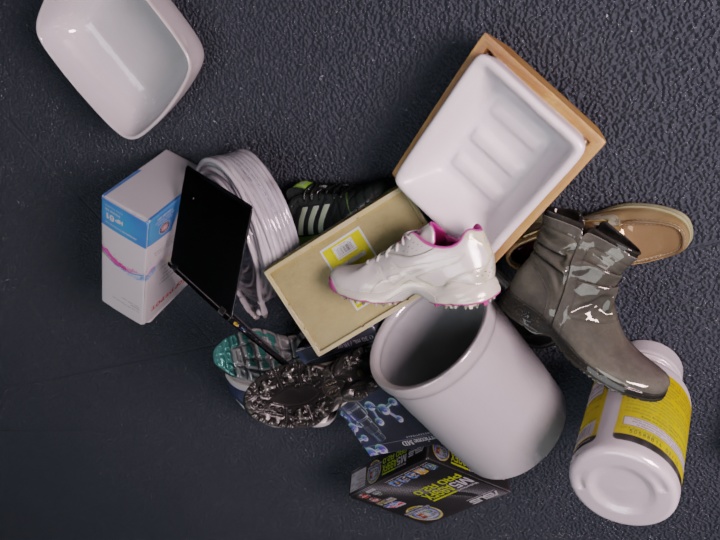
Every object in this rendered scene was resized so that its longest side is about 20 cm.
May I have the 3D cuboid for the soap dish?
[{"bbox_3d":[0.141,-0.123,0.773,0.157,0.081,0.201,44,134,8],"label":"soap dish"}]

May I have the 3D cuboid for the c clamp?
[{"bbox_3d":[0.184,0.035,0.871,0.199,0.027,0.171,41,165,2],"label":"c clamp"}]

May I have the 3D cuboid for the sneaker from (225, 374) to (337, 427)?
[{"bbox_3d":[-0.122,0.206,1.177,0.198,0.081,0.147,22,155,13],"label":"sneaker"}]

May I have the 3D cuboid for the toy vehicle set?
[{"bbox_3d":[0.000,0.000,0.876,0.199,0.027,0.125,-31,101,8],"label":"toy vehicle set"}]

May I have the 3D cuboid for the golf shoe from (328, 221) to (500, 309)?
[{"bbox_3d":[0.055,-0.009,0.805,0.197,0.075,0.093,0,106,23],"label":"golf shoe"}]

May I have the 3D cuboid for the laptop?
[{"bbox_3d":[-0.155,-0.004,0.926,0.187,0.116,0.200,32,169,48],"label":"laptop"}]

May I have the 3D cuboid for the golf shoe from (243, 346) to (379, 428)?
[{"bbox_3d":[-0.067,0.150,0.887,0.094,0.198,0.079,-27,74,45],"label":"golf shoe"}]

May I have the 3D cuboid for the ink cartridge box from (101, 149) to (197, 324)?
[{"bbox_3d":[-0.295,-0.046,1.053,0.084,0.145,0.202,26,132,11],"label":"ink cartridge box"}]

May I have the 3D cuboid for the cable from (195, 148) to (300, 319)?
[{"bbox_3d":[-0.148,-0.058,0.964,0.201,0.069,0.201,53,150,22],"label":"cable"}]

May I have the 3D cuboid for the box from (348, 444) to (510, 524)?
[{"bbox_3d":[0.101,0.319,1.109,0.159,0.045,0.200,28,137,-24],"label":"box"}]

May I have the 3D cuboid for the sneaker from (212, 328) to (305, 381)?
[{"bbox_3d":[-0.127,0.126,1.066,0.091,0.198,0.079,-24,69,52],"label":"sneaker"}]

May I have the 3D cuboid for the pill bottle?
[{"bbox_3d":[0.306,0.169,0.815,0.110,0.200,0.112,16,130,20],"label":"pill bottle"}]

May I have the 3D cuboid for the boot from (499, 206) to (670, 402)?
[{"bbox_3d":[0.245,0.030,0.739,0.199,0.067,0.132,36,116,20],"label":"boot"}]

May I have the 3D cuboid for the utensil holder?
[{"bbox_3d":[0.136,0.131,0.890,0.169,0.171,0.200,-19,126,38],"label":"utensil holder"}]

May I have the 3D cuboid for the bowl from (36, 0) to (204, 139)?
[{"bbox_3d":[-0.294,-0.289,0.926,0.199,0.075,0.200,-31,103,40],"label":"bowl"}]

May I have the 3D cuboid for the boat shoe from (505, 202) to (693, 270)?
[{"bbox_3d":[0.253,-0.025,0.798,0.198,0.067,0.075,-5,120,33],"label":"boat shoe"}]

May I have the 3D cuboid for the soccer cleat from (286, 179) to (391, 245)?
[{"bbox_3d":[-0.047,-0.083,0.937,0.199,0.067,0.082,-21,105,41],"label":"soccer cleat"}]

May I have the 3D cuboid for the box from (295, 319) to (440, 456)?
[{"bbox_3d":[0.035,0.140,1.018,0.147,0.107,0.201,-22,110,38],"label":"box"}]
